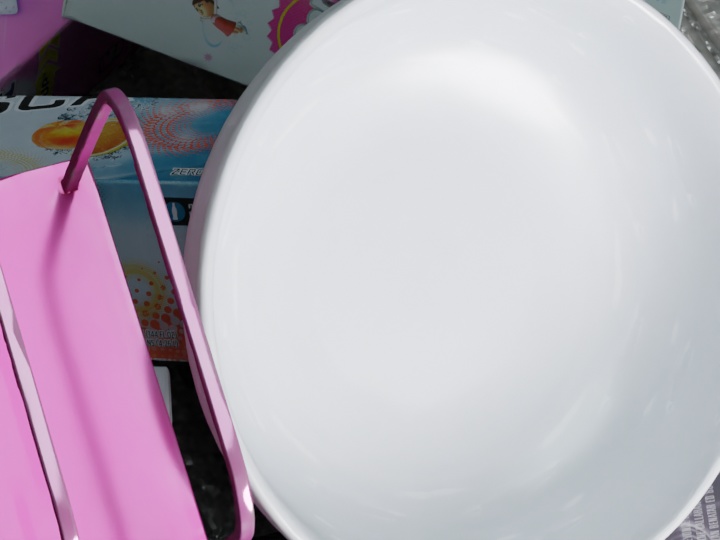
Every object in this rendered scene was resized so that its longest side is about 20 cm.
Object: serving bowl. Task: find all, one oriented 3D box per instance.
[{"bbox_3d":[0.029,0.004,0.792,0.199,0.066,0.202,-2,95,-27],"label":"serving bowl"}]

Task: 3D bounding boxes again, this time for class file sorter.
[{"bbox_3d":[-0.143,0.043,0.692,0.199,0.125,0.140,-16,80,-16],"label":"file sorter"}]

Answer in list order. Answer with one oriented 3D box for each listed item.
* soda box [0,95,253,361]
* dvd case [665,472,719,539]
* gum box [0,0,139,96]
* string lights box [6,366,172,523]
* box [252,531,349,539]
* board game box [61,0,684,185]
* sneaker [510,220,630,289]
[{"bbox_3d":[-0.123,-0.016,0.842,0.198,0.069,0.064,2,29,14],"label":"soda box"},{"bbox_3d":[0.076,0.093,0.865,0.199,0.016,0.150,-7,88,-18],"label":"dvd case"},{"bbox_3d":[-0.185,-0.130,0.946,0.200,0.066,0.114,37,57,11],"label":"gum box"},{"bbox_3d":[-0.163,0.076,0.805,0.198,0.103,0.059,2,57,-11],"label":"string lights box"},{"bbox_3d":[-0.036,0.160,0.719,0.142,0.036,0.200,-13,41,-19],"label":"box"},{"bbox_3d":[0.013,-0.111,0.898,0.199,0.065,0.148,21,33,-1],"label":"board game box"},{"bbox_3d":[0.000,0.000,0.895,0.198,0.088,0.076,10,23,9],"label":"sneaker"}]
